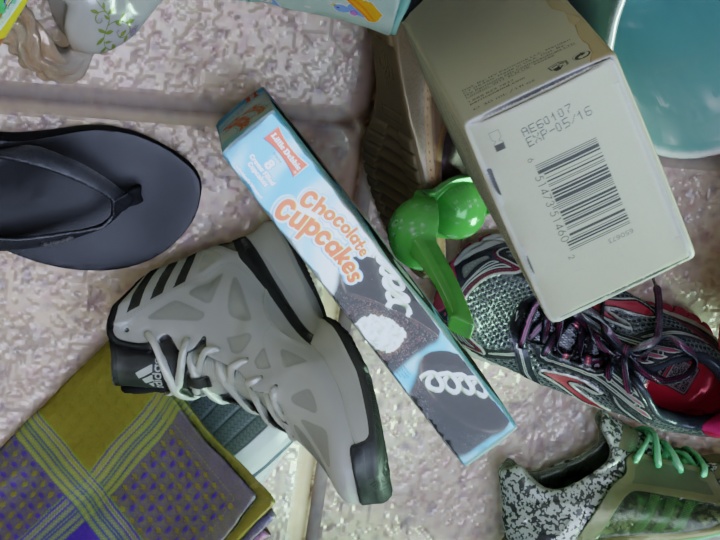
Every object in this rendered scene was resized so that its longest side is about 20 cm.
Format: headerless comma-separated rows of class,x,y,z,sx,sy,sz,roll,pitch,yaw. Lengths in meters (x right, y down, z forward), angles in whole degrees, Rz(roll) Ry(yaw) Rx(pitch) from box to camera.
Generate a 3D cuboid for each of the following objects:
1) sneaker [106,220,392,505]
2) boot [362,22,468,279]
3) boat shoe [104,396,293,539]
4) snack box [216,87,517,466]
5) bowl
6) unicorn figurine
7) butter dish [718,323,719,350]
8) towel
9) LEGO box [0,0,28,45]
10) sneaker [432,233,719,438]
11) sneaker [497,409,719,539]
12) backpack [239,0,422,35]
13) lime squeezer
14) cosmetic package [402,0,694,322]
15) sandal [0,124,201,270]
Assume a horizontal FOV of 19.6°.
sneaker,-0.062,0.060,1.045,0.114,0.201,0.076,-19,129,-12
boot,0.084,-0.101,1.103,0.165,0.072,0.202,-21,128,-22
boat shoe,-0.093,0.118,1.135,0.199,0.074,0.067,-38,134,5
snack box,0.000,0.000,1.063,0.037,0.116,0.201,-37,102,2
bowl,0.171,-0.167,1.016,0.199,0.105,0.202,-24,141,-21
unicorn figurine,-0.099,-0.167,1.030,0.199,0.074,0.137,-33,125,12
butter dish,0.268,-0.005,1.138,0.148,0.200,0.200,43,130,7
towel,-0.151,0.141,1.090,0.200,0.144,0.023,-42,156,4
LEGO box,-0.190,-0.212,0.941,0.148,0.077,0.201,35,97,8
sneaker,0.133,0.036,1.161,0.198,0.075,0.081,18,104,-20
sneaker,0.166,0.120,1.206,0.198,0.077,0.089,-17,104,-13
backpack,-0.006,-0.210,0.919,0.152,0.201,0.176,12,139,-8
lime squeezer,0.056,-0.023,1.043,0.070,0.200,0.038,8,112,20
cosmetic package,0.079,-0.068,0.949,0.073,0.200,0.104,-24,114,3
sandal,-0.177,-0.039,1.059,0.198,0.043,0.077,7,107,-19
